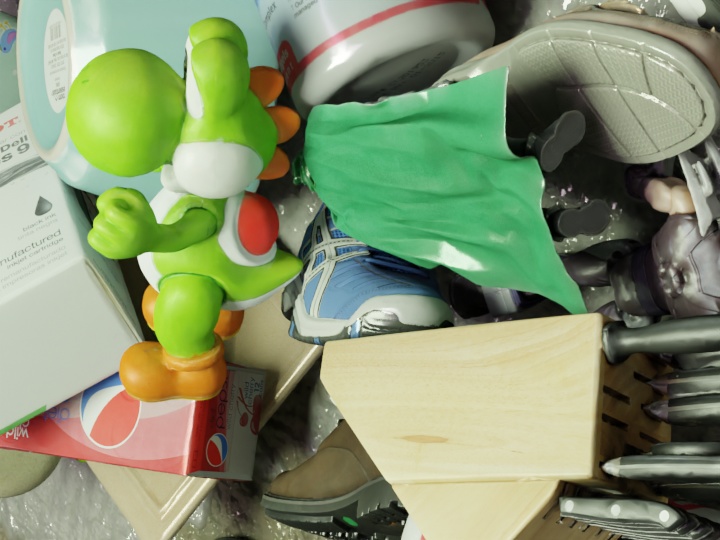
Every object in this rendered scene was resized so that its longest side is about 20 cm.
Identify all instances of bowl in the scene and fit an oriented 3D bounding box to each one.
[{"bbox_3d":[-0.133,-0.123,0.913,0.200,0.104,0.203,14,105,63],"label":"bowl"}]

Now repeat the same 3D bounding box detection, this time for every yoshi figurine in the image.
[{"bbox_3d":[-0.101,-0.036,0.795,0.112,0.111,0.201,38,136,32],"label":"yoshi figurine"}]

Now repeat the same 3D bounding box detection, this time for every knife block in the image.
[{"bbox_3d":[0.092,0.049,0.680,0.176,0.064,0.200,-50,47,14],"label":"knife block"}]

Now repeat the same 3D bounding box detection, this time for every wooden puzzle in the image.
[{"bbox_3d":[-0.119,0.049,1.011,0.185,0.037,0.201,47,109,32],"label":"wooden puzzle"}]

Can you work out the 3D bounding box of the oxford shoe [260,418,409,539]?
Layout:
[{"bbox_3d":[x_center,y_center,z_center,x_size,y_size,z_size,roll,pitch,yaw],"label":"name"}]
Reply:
[{"bbox_3d":[0.008,0.110,0.899,0.199,0.072,0.085,-22,54,55],"label":"oxford shoe"}]

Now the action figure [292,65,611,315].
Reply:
[{"bbox_3d":[0.028,-0.046,0.740,0.199,0.054,0.119,11,123,52],"label":"action figure"}]

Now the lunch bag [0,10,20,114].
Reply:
[{"bbox_3d":[-0.303,-0.092,1.082,0.121,0.170,0.202,25,95,43],"label":"lunch bag"}]

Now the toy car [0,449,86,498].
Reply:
[{"bbox_3d":[-0.286,0.072,1.162,0.199,0.163,0.160,10,106,60],"label":"toy car"}]

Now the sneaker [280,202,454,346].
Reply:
[{"bbox_3d":[0.000,0.000,0.826,0.200,0.075,0.078,-153,74,-72],"label":"sneaker"}]

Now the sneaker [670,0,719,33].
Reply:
[{"bbox_3d":[0.116,-0.168,0.710,0.115,0.075,0.202,-48,55,53],"label":"sneaker"}]

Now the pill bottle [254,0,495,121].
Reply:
[{"bbox_3d":[-0.015,-0.184,0.816,0.109,0.108,0.202,-35,71,47],"label":"pill bottle"}]

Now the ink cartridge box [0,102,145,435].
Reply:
[{"bbox_3d":[-0.226,0.002,0.964,0.084,0.145,0.200,62,178,-38],"label":"ink cartridge box"}]

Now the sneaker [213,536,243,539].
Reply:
[{"bbox_3d":[-0.081,0.213,1.004,0.199,0.079,0.076,-12,89,51],"label":"sneaker"}]

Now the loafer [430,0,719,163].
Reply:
[{"bbox_3d":[0.101,-0.090,0.708,0.072,0.063,0.199,54,157,-17],"label":"loafer"}]

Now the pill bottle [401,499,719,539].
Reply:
[{"bbox_3d":[0.120,0.154,0.733,0.199,0.110,0.112,13,108,47],"label":"pill bottle"}]

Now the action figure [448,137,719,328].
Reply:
[{"bbox_3d":[0.126,0.006,0.732,0.199,0.069,0.132,-18,78,46],"label":"action figure"}]

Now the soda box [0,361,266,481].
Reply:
[{"bbox_3d":[-0.155,0.082,0.969,0.198,0.063,0.071,3,83,35],"label":"soda box"}]
